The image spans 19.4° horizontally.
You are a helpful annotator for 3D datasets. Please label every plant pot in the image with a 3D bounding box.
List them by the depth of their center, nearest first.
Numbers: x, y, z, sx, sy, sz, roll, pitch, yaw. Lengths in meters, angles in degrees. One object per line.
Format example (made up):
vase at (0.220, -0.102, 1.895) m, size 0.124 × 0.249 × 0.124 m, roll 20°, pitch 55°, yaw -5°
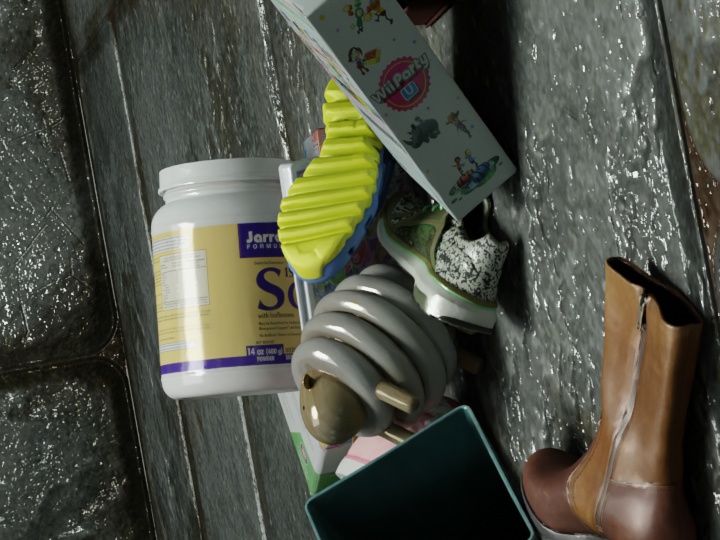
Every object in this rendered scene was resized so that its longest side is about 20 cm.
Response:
plant pot at (0.081, 0.235, 1.530) m, size 0.200 × 0.141 × 0.142 m, roll 55°, pitch -174°, yaw -41°

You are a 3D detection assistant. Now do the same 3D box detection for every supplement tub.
supplement tub at (-0.111, 0.009, 1.860) m, size 0.145 × 0.144 × 0.202 m, roll 160°, pitch 106°, yaw -75°

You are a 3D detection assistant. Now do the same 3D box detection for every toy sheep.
toy sheep at (0.020, 0.062, 1.677) m, size 0.137 × 0.200 × 0.139 m, roll 27°, pitch 143°, yaw 22°

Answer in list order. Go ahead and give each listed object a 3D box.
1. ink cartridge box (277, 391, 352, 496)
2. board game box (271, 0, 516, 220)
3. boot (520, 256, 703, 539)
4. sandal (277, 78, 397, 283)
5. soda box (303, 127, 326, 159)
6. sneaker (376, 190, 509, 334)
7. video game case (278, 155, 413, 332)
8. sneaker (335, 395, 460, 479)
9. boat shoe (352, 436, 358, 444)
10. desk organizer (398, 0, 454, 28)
ink cartridge box at (-0.018, 0.095, 1.978) m, size 0.201 × 0.087 × 0.146 m, roll 100°, pitch 155°, yaw -55°
board game box at (0.017, -0.148, 1.554) m, size 0.200 × 0.064 × 0.148 m, roll 50°, pitch 179°, yaw -27°
boot at (0.156, 0.090, 1.356) m, size 0.188 × 0.068 × 0.202 m, roll -132°, pitch 36°, yaw -64°
sandal at (-0.004, -0.068, 1.685) m, size 0.201 × 0.079 × 0.087 m, roll -67°, pitch -32°, yaw -32°
soda box at (-0.003, -0.025, 1.853) m, size 0.064 × 0.068 × 0.202 m, roll 153°, pitch 111°, yaw -75°
sneaker at (0.076, -0.027, 1.634) m, size 0.089 × 0.076 × 0.200 m, roll -60°, pitch 27°, yaw 16°
video game case at (0.000, 0.000, 1.764) m, size 0.018 × 0.143 × 0.202 m, roll -1°, pitch 100°, yaw 44°
sneaker at (0.063, 0.149, 1.697) m, size 0.075 × 0.105 × 0.200 m, roll 43°, pitch 165°, yaw -27°
boat shoe at (0.046, 0.228, 1.874) m, size 0.067 × 0.073 × 0.201 m, roll 80°, pitch 174°, yaw -59°
desk organizer at (0.035, -0.237, 1.583) m, size 0.200 × 0.076 × 0.072 m, roll 147°, pitch 112°, yaw -74°
